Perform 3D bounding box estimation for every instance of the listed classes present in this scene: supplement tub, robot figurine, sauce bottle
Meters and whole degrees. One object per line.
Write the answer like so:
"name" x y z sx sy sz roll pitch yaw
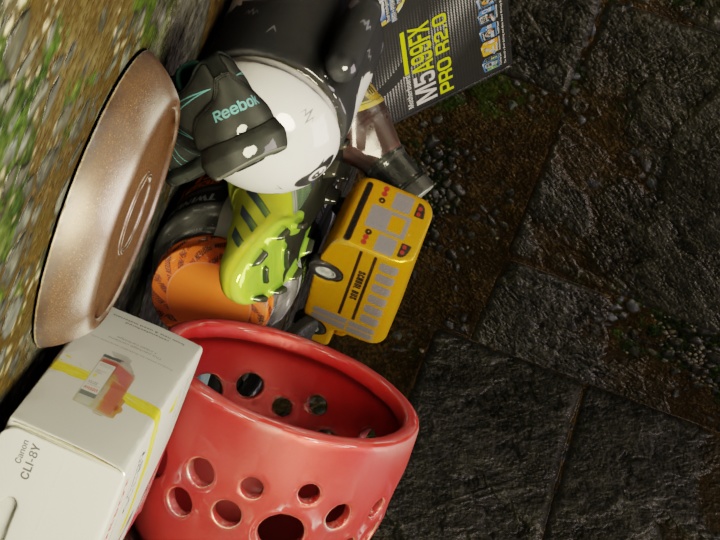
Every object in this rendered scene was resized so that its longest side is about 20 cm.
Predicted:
"supplement tub" -0.097 -0.026 1.800 0.200 0.122 0.123 -67 176 -58
"robot figurine" -0.054 -0.150 1.668 0.150 0.125 0.200 95 13 -52
"sauce bottle" -0.016 -0.135 1.785 0.066 0.200 0.066 -40 180 0

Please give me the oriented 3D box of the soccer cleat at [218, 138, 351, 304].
"soccer cleat" -0.074 -0.045 1.699 0.200 0.084 0.065 -61 158 -44

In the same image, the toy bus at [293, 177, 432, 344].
"toy bus" 0.000 0.000 1.782 0.200 0.078 0.065 108 4 -64

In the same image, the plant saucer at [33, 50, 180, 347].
"plant saucer" -0.155 -0.041 1.399 0.200 0.032 0.201 20 90 -89

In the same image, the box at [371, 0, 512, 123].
"box" 0.045 -0.214 1.849 0.160 0.044 0.200 -27 146 -12

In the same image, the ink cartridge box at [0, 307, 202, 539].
"ink cartridge box" -0.183 0.130 1.428 0.200 0.083 0.145 -62 176 -67

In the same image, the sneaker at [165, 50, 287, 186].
"sneaker" -0.102 -0.106 1.505 0.075 0.079 0.200 -28 -172 -17

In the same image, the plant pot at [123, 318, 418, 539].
"plant pot" -0.079 0.156 1.604 0.200 0.200 0.183 -62 173 -75

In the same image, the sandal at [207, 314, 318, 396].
"sandal" -0.107 0.100 1.763 0.200 0.048 0.075 -47 168 -22

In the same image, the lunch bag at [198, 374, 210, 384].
"lunch bag" -0.175 0.138 1.936 0.200 0.077 0.161 95 15 -82
